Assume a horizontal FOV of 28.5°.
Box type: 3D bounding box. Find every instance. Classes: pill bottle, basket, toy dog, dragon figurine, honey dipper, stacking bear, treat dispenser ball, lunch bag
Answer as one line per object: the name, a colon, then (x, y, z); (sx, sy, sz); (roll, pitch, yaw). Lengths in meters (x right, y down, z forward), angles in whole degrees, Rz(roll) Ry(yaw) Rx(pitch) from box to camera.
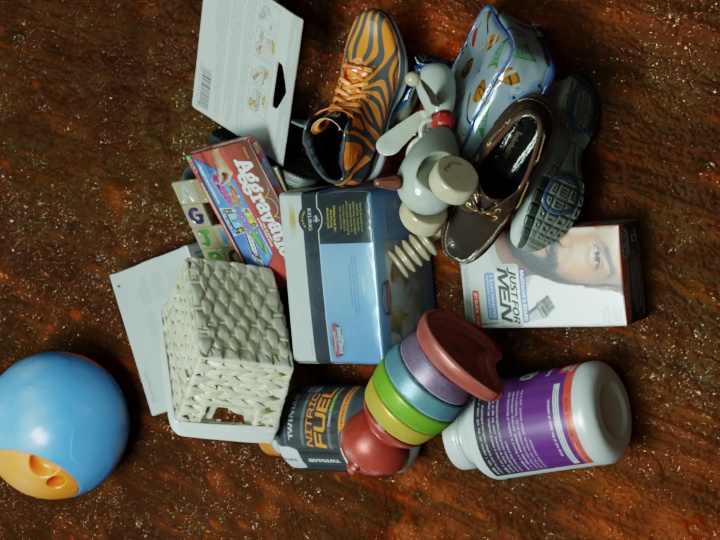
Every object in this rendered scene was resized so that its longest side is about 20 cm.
pill bottle: (-0.032, 0.193, 1.739); (0.199, 0.106, 0.107); (-4, 96, 34)
basket: (-0.162, 0.093, 1.722); (0.201, 0.134, 0.124); (-105, 31, -47)
toy dog: (0.055, -0.130, 1.469); (0.201, 0.096, 0.133); (-105, 34, -51)
dragon figurine: (0.015, -0.208, 1.664); (0.198, 0.059, 0.100); (5, 99, 29)
honey dipper: (0.119, -0.066, 1.587); (0.199, 0.038, 0.038); (-37, 76, 0)
stacking bear: (0.054, 0.149, 1.577); (0.113, 0.122, 0.200); (34, 114, -13)
treat dispenser ball: (-0.416, 0.212, 1.942); (0.199, 0.200, 0.203); (7, 102, 33)
lunch bag: (0.136, -0.185, 1.547); (0.201, 0.075, 0.161); (-61, 22, 24)
pill bottle: (0.193, 0.170, 1.580); (0.199, 0.112, 0.114); (-14, 91, 34)

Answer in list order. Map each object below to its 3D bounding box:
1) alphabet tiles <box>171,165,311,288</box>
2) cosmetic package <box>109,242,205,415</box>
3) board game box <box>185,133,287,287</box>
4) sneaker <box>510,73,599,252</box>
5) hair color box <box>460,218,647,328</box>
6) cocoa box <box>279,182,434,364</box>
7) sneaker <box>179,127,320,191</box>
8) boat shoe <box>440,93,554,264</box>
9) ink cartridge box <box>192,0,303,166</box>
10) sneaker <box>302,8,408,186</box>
alphabet tiles: (-0.127, -0.049, 1.778); (0.199, 0.008, 0.168); (-5, 120, 32)
cosmetic package: (-0.241, 0.078, 1.892); (0.150, 0.052, 0.202); (-18, 88, 33)
board game box: (-0.129, -0.068, 1.748); (0.102, 0.019, 0.201); (-11, 117, 33)
sneaker: (0.197, -0.114, 1.536); (0.087, 0.074, 0.202); (1, 68, 48)
hair color box: (0.210, 0.005, 1.570); (0.199, 0.064, 0.112); (-3, 96, 33)
cocoa box: (0.000, 0.000, 1.667); (0.130, 0.133, 0.202); (-1, 98, 33)
sneaker: (-0.140, -0.110, 1.789); (0.199, 0.060, 0.105); (26, 120, 25)
boat shoe: (0.135, -0.089, 1.463); (0.070, 0.070, 0.201); (24, 115, 0)
ink cartridge box: (-0.127, -0.254, 1.724); (0.176, 0.045, 0.201); (35, 131, 31)
sneaker: (-0.007, -0.190, 1.580); (0.077, 0.112, 0.202); (10, 102, 26)
